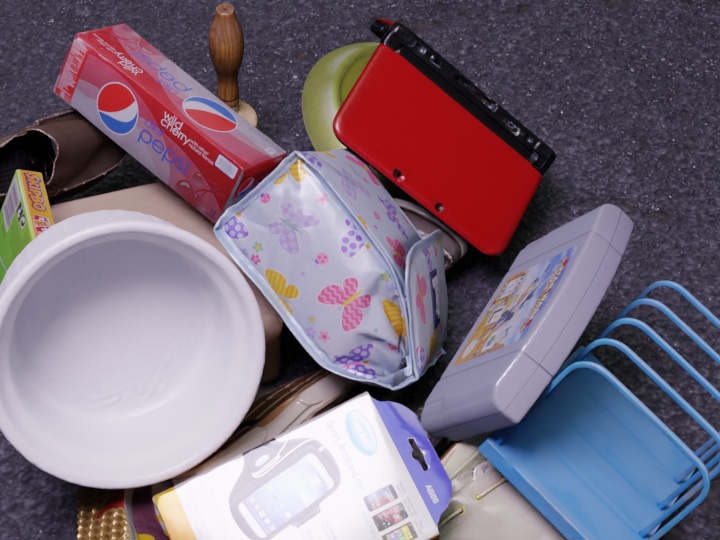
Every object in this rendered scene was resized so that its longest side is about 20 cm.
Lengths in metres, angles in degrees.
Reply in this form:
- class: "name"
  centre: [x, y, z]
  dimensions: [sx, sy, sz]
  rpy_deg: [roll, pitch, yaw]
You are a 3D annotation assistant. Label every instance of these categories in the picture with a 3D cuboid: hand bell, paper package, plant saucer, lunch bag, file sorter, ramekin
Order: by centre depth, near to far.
- class: "ramekin"
  centre: [-0.178, 0.051, 0.908]
  dimensions: [0.200, 0.201, 0.098]
  rpy_deg: [-15, 20, -15]
- class: "file sorter"
  centre: [0.213, 0.111, 0.937]
  dimensions: [0.139, 0.123, 0.200]
  rpy_deg: [44, 35, 10]
- class: "lunch bag"
  centre: [0.000, 0.000, 1.021]
  dimensions: [0.127, 0.170, 0.200]
  rpy_deg: [-38, 85, 16]
- class: "paper package"
  centre: [-0.183, 0.024, 1.062]
  dimensions: [0.199, 0.104, 0.191]
  rpy_deg: [-13, 53, -14]
- class: "hand bell"
  centre: [-0.126, -0.168, 1.156]
  dimensions: [0.104, 0.200, 0.104]
  rpy_deg: [1, 52, -2]
- class: "plant saucer"
  centre: [0.040, -0.152, 1.214]
  dimensions: [0.199, 0.031, 0.201]
  rpy_deg: [12, 57, -20]

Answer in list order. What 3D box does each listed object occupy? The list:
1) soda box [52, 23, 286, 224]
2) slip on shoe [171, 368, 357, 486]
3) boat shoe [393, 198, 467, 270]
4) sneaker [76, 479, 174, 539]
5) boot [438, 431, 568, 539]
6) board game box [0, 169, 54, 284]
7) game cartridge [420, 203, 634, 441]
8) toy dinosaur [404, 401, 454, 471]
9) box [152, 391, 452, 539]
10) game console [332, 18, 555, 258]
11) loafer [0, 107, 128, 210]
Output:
- class: "soda box"
  centre: [-0.164, -0.128, 1.049]
  dimensions: [0.200, 0.063, 0.070]
  rpy_deg: [39, 33, 14]
- class: "slip on shoe"
  centre: [-0.067, 0.140, 0.998]
  dimensions: [0.200, 0.076, 0.061]
  rpy_deg: [-35, 102, -47]
- class: "boat shoe"
  centre: [-0.001, -0.035, 1.140]
  dimensions: [0.200, 0.072, 0.060]
  rpy_deg: [20, 53, 18]
- class: "sneaker"
  centre: [-0.167, 0.200, 0.950]
  dimensions: [0.075, 0.090, 0.200]
  rpy_deg: [-37, 27, 18]
- class: "boot"
  centre: [0.089, 0.227, 0.932]
  dimensions: [0.155, 0.072, 0.200]
  rpy_deg: [42, 78, 9]
- class: "board game box"
  centre: [-0.294, 0.023, 1.009]
  dimensions: [0.030, 0.200, 0.096]
  rpy_deg: [8, 41, -35]
- class: "game cartridge"
  centre: [0.130, 0.037, 0.931]
  dimensions: [0.042, 0.133, 0.200]
  rpy_deg: [38, 62, -6]
- class: "toy dinosaur"
  centre: [0.067, 0.141, 1.003]
  dimensions: [0.199, 0.047, 0.088]
  rpy_deg: [-19, 84, 1]
- class: "box"
  centre: [-0.036, 0.176, 0.890]
  dimensions: [0.200, 0.041, 0.119]
  rpy_deg: [-24, 70, -9]
- class: "game console"
  centre: [0.069, -0.127, 1.146]
  dimensions: [0.200, 0.172, 0.119]
  rpy_deg: [38, 95, -16]
- class: "loafer"
  centre: [-0.266, -0.093, 1.048]
  dimensions: [0.071, 0.073, 0.200]
  rpy_deg: [-12, 17, 48]
